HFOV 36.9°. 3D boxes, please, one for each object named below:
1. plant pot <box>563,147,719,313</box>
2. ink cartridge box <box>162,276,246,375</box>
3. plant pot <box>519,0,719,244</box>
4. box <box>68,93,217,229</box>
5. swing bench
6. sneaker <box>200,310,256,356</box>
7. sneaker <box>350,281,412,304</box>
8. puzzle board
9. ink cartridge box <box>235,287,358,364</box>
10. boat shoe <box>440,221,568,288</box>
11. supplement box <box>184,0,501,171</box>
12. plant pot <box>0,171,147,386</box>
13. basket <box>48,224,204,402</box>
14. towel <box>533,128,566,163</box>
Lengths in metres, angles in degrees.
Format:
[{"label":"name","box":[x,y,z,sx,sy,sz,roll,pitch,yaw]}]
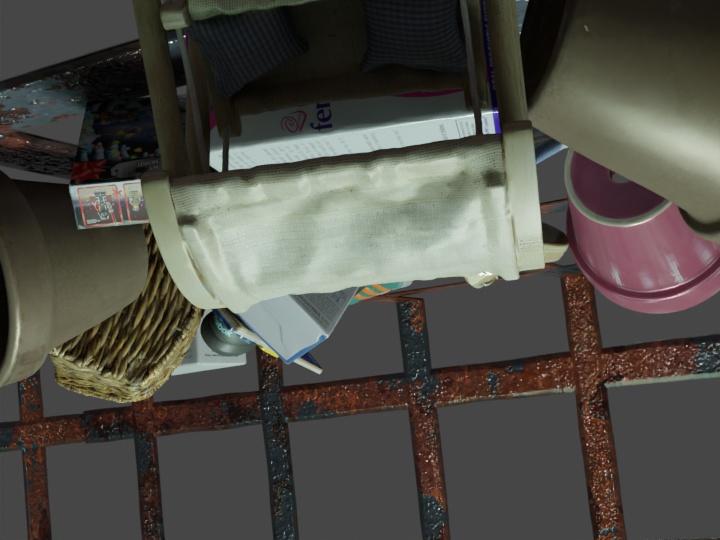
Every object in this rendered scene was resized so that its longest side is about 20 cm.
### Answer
[{"label":"plant pot","box":[0.298,-0.075,1.127,0.197,0.204,0.179,-9,158,25]},{"label":"ink cartridge box","box":[-0.220,0.021,1.326,0.143,0.204,0.083,-12,168,40]},{"label":"plant pot","box":[0.187,-0.126,0.641,0.171,0.204,0.200,12,171,-6]},{"label":"box","box":[-0.114,-0.092,0.824,0.196,0.040,0.138,-6,-145,-5]},{"label":"swing bench","box":[-0.010,-0.089,0.578,0.195,0.204,0.130,-7,173,9]},{"label":"sneaker","box":[-0.090,0.039,1.231,0.199,0.076,0.080,-25,159,-49]},{"label":"sneaker","box":[0.000,0.000,1.150,0.079,0.072,0.200,-18,171,-15]},{"label":"puzzle board","box":[-0.131,0.021,1.076,0.017,0.200,0.150,-46,145,5]},{"label":"ink cartridge box","box":[-0.052,-0.036,1.006,0.076,0.136,0.201,-30,-160,46]},{"label":"boat shoe","box":[0.128,-0.018,1.188,0.196,0.066,0.072,0,-155,1]},{"label":"supplement box","box":[-0.006,-0.126,0.703,0.196,0.103,0.103,-8,173,9]},{"label":"plant pot","box":[-0.301,-0.006,1.027,0.173,0.204,0.199,-14,-179,-43]},{"label":"basket","box":[-0.246,0.044,1.204,0.141,0.203,0.149,20,158,-3]},{"label":"towel","box":[0.166,-0.116,0.985,0.199,0.024,0.146,-28,-169,-37]}]
